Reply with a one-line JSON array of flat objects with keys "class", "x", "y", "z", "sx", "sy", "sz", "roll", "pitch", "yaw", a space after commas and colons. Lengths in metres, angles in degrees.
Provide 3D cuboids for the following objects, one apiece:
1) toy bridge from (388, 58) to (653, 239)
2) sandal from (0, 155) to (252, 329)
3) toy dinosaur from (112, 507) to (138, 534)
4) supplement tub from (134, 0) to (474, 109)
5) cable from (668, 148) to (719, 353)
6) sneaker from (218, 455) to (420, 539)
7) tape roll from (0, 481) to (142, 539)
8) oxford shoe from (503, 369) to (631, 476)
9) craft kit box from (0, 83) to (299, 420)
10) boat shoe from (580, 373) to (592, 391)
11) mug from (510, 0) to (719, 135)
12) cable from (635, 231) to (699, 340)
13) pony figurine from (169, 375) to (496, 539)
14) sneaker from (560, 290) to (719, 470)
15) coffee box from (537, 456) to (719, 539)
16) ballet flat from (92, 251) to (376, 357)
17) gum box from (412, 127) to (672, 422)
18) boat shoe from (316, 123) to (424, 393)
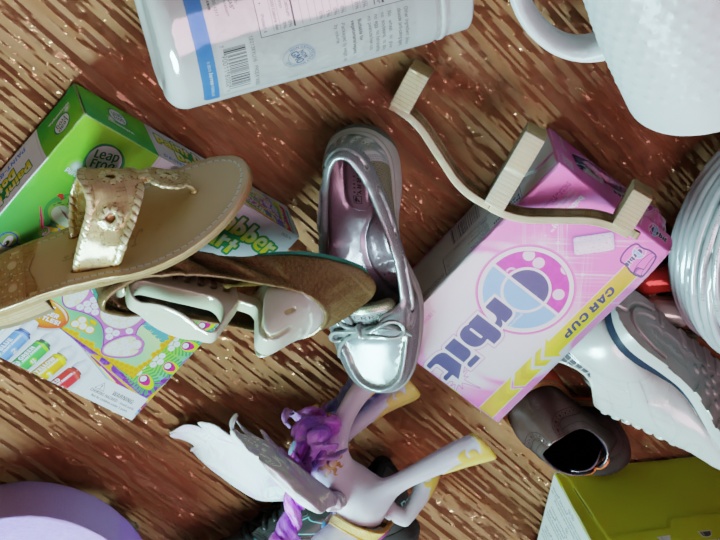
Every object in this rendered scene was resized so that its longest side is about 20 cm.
[{"class": "toy bridge", "x": 0.109, "y": -0.071, "z": 1.510, "sx": 0.200, "sy": 0.027, "sz": 0.067, "roll": 29, "pitch": 111, "yaw": -3}, {"class": "sandal", "x": -0.177, "y": -0.033, "z": 1.415, "sx": 0.212, "sy": 0.078, "sz": 0.070, "roll": -26, "pitch": 137, "yaw": 7}, {"class": "toy dinosaur", "x": -0.240, "y": 0.265, "z": 1.707, "sx": 0.200, "sy": 0.060, "sz": 0.106, "roll": -44, "pitch": 108, "yaw": 8}, {"class": "supplement tub", "x": -0.042, "y": -0.187, "z": 1.360, "sx": 0.200, "sy": 0.132, "sz": 0.132, "roll": -16, "pitch": 131, "yaw": -8}, {"class": "cable", "x": 0.327, "y": -0.022, "z": 1.638, "sx": 0.200, "sy": 0.069, "sz": 0.200, "roll": -29, "pitch": 124, "yaw": -18}, {"class": "sneaker", "x": -0.055, "y": 0.203, "z": 1.718, "sx": 0.200, "sy": 0.075, "sz": 0.079, "roll": -15, "pitch": 111, "yaw": -11}, {"class": "tape roll", "x": -0.253, "y": 0.265, "z": 1.640, "sx": 0.200, "sy": 0.066, "sz": 0.200, "roll": -2, "pitch": 108, "yaw": -5}, {"class": "oxford shoe", "x": 0.171, "y": 0.141, "z": 1.716, "sx": 0.071, "sy": 0.073, "sz": 0.200, "roll": -40, "pitch": 147, "yaw": 14}, {"class": "craft kit box", "x": -0.180, "y": -0.008, "z": 1.512, "sx": 0.200, "sy": 0.049, "sz": 0.198, "roll": 29, "pitch": 110, "yaw": -35}, {"class": "boat shoe", "x": 0.269, "y": 0.105, "z": 1.741, "sx": 0.202, "sy": 0.075, "sz": 0.075, "roll": 17, "pitch": 120, "yaw": -30}, {"class": "mug", "x": 0.194, "y": -0.199, "z": 1.443, "sx": 0.200, "sy": 0.148, "sz": 0.175, "roll": -10, "pitch": 128, "yaw": 27}, {"class": "cable", "x": 0.177, "y": 0.023, "z": 1.658, "sx": 0.200, "sy": 0.050, "sz": 0.097, "roll": -7, "pitch": 128, "yaw": -15}, {"class": "pony figurine", "x": -0.026, "y": 0.151, "z": 1.619, "sx": 0.200, "sy": 0.167, "sz": 0.193, "roll": -45, "pitch": 103, "yaw": -15}, {"class": "sneaker", "x": 0.230, "y": 0.094, "z": 1.668, "sx": 0.080, "sy": 0.076, "sz": 0.200, "roll": -31, "pitch": 120, "yaw": 28}, {"class": "coffee box", "x": 0.270, "y": 0.294, "z": 1.808, "sx": 0.199, "sy": 0.200, "sz": 0.198, "roll": -4, "pitch": 128, "yaw": -17}, {"class": "ballet flat", "x": -0.089, "y": 0.021, "z": 1.463, "sx": 0.200, "sy": 0.072, "sz": 0.068, "roll": 10, "pitch": 135, "yaw": -10}, {"class": "gum box", "x": 0.124, "y": 0.001, "z": 1.593, "sx": 0.113, "sy": 0.066, "sz": 0.200, "roll": 37, "pitch": 109, "yaw": -20}, {"class": "boat shoe", "x": 0.002, "y": -0.001, "z": 1.529, "sx": 0.074, "sy": 0.065, "sz": 0.202, "roll": 3, "pitch": 113, "yaw": 14}]
